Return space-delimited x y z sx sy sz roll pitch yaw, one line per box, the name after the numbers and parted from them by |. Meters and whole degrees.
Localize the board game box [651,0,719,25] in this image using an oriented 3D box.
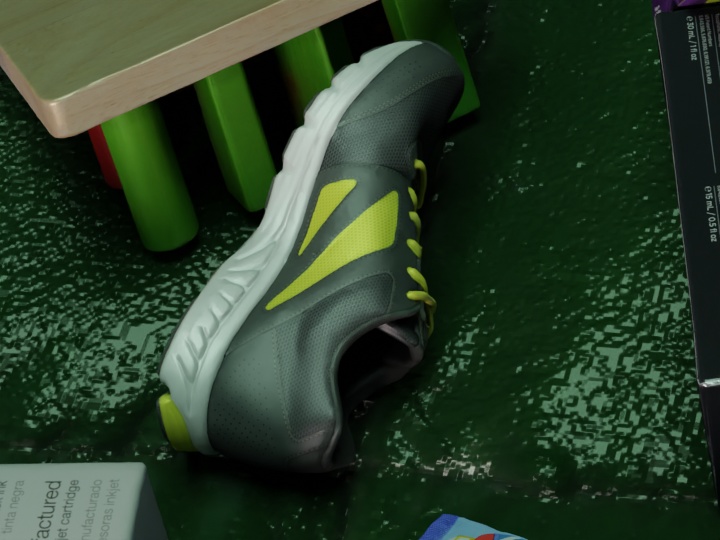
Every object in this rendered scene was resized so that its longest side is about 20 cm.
0.225 -0.128 1.182 0.199 0.120 0.033 -4 86 -11 | board game box

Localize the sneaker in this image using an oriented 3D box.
0.000 0.000 1.175 0.084 0.075 0.201 22 67 20 | sneaker

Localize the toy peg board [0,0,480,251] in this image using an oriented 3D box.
-0.059 -0.106 1.283 0.199 0.098 0.199 -24 32 -11 | toy peg board

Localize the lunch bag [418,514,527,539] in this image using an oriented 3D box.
0.059 0.164 1.007 0.150 0.095 0.200 14 40 25 | lunch bag

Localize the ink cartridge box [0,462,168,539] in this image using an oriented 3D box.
-0.174 0.149 1.059 0.199 0.085 0.147 -2 47 10 | ink cartridge box

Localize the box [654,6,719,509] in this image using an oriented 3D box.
0.192 -0.015 1.135 0.140 0.079 0.201 -8 46 8 | box
